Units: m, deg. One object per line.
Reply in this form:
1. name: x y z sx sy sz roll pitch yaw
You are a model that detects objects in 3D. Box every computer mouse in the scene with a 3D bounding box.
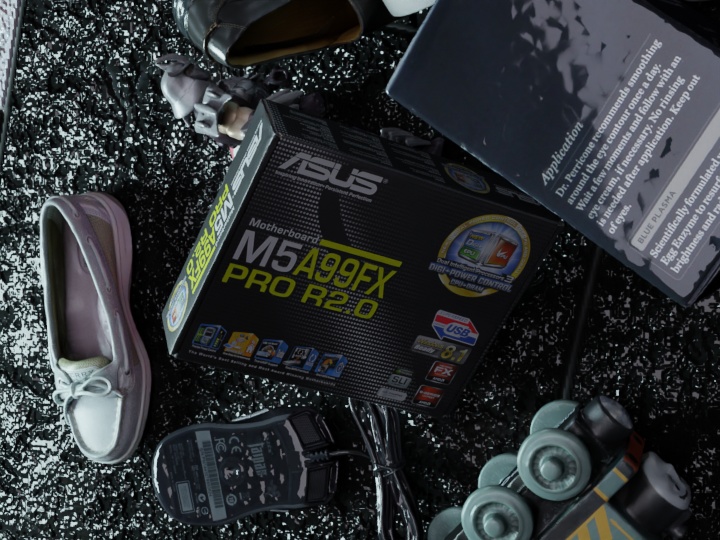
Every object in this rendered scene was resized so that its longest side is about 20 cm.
1. computer mouse: -0.045 0.159 0.952 0.199 0.046 0.141 -18 87 21

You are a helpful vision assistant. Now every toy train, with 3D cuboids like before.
1. toy train: 0.116 0.172 0.863 0.114 0.085 0.200 42 109 3

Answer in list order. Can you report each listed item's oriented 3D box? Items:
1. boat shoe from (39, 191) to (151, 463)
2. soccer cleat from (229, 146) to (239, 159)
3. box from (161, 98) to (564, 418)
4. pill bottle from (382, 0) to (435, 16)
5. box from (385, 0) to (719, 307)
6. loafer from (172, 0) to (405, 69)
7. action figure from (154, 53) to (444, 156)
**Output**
1. boat shoe: -0.202 0.044 1.002 0.074 0.065 0.204 1 95 25
2. soccer cleat: -0.048 -0.018 0.928 0.076 0.067 0.201 -33 83 28
3. box: 0.000 0.000 0.826 0.161 0.199 0.044 -60 30 26
4. pill bottle: 0.010 -0.253 0.761 0.113 0.113 0.201 -23 109 25
5. box: 0.152 -0.092 0.754 0.200 0.196 0.118 38 110 17
6. loafer: -0.012 -0.165 0.843 0.073 0.199 0.072 86 159 -45
7. action figure: -0.039 -0.087 0.852 0.199 0.130 0.070 25 106 -21
